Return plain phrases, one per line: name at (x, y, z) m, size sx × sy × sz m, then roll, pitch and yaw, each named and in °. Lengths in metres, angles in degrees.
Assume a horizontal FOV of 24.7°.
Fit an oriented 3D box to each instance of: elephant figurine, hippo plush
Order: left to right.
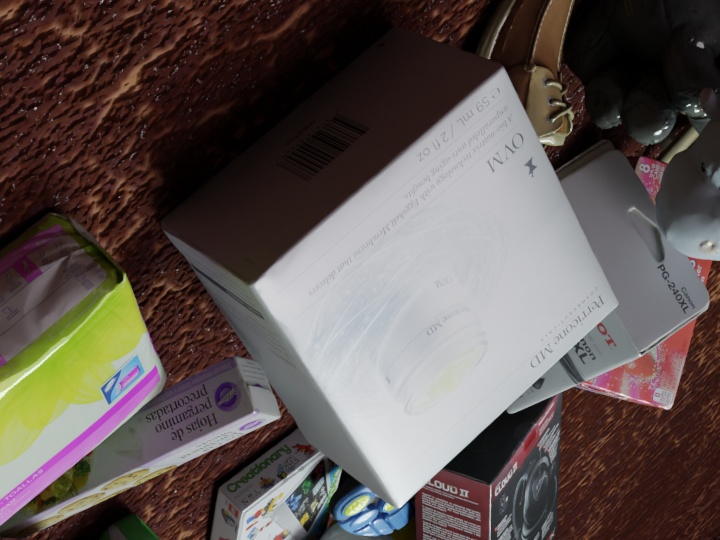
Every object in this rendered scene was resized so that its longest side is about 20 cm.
elephant figurine at (0.258, -0.170, 1.263) m, size 0.199 × 0.142 × 0.155 m, roll -11°, pitch 154°, yaw -46°
hippo plush at (0.300, -0.054, 1.152) m, size 0.160 × 0.160 × 0.200 m, roll -10°, pitch 149°, yaw -52°

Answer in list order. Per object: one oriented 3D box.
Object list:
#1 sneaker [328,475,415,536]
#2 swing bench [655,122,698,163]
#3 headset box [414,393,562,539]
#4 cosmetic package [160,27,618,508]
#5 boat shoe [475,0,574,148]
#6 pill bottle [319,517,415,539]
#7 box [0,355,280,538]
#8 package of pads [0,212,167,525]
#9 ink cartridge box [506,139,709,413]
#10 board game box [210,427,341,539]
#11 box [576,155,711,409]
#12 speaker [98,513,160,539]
sneaker at (0.030, 0.154, 1.424) m, size 0.200 × 0.082 × 0.071 m, roll -49°, pitch 143°, yaw -40°
swing bench at (0.384, -0.147, 1.533) m, size 0.199 × 0.130 × 0.201 m, roll -27°, pitch 145°, yaw -38°
headset box at (0.111, 0.190, 1.423) m, size 0.149 × 0.077 × 0.201 m, roll -48°, pitch 143°, yaw -45°
cosmetic package at (0.023, -0.002, 1.015) m, size 0.199 × 0.123 × 0.200 m, roll -41°, pitch 126°, yaw -14°
boat shoe at (0.113, -0.109, 1.137) m, size 0.076 × 0.074 × 0.201 m, roll -10°, pitch 124°, yaw -59°
pill bottle at (0.026, 0.250, 1.501) m, size 0.200 × 0.111 × 0.112 m, roll -50°, pitch 165°, yaw -43°
box at (-0.146, 0.111, 1.019) m, size 0.199 × 0.039 × 0.041 m, roll -26°, pitch 163°, yaw 15°
package of pads at (-0.207, 0.075, 0.912) m, size 0.200 × 0.068 × 0.155 m, roll -41°, pitch 157°, yaw -16°
ink cartridge box at (0.150, 0.010, 1.254) m, size 0.083 × 0.146 × 0.200 m, roll -31°, pitch 177°, yaw -29°
board game box at (-0.075, 0.215, 1.424) m, size 0.126 × 0.035 × 0.200 m, roll -35°, pitch 155°, yaw -32°
box at (0.231, 0.009, 1.411) m, size 0.100 × 0.095 × 0.201 m, roll -173°, pitch -81°, yaw -73°
speaker at (-0.216, 0.273, 1.207) m, size 0.200 × 0.088 × 0.089 m, roll -43°, pitch 157°, yaw -10°
